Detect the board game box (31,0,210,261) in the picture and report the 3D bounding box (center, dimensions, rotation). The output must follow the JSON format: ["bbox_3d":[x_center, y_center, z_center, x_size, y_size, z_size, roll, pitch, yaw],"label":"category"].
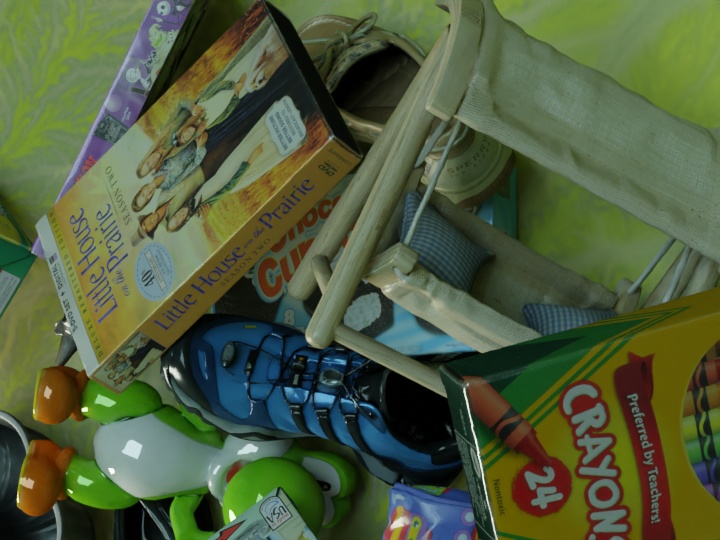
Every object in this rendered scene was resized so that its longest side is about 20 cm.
[{"bbox_3d":[-0.146,-0.101,1.518,0.032,0.120,0.201,26,96,-6],"label":"board game box"}]

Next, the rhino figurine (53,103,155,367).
[{"bbox_3d":[-0.140,-0.018,1.492,0.059,0.088,0.201,27,69,1],"label":"rhino figurine"}]

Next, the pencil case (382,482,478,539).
[{"bbox_3d":[0.042,0.220,1.370,0.078,0.087,0.202,7,86,42],"label":"pencil case"}]

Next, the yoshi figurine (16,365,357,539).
[{"bbox_3d":[-0.100,0.120,1.417,0.198,0.113,0.113,11,57,-2],"label":"yoshi figurine"}]

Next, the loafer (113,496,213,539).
[{"bbox_3d":[-0.115,0.224,1.468,0.068,0.070,0.202,-21,72,28],"label":"loafer"}]

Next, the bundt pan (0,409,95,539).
[{"bbox_3d":[-0.251,0.182,1.550,0.201,0.076,0.204,-6,79,30],"label":"bundt pan"}]

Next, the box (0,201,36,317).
[{"bbox_3d":[-0.285,-0.009,1.586,0.118,0.048,0.200,-58,35,9],"label":"box"}]

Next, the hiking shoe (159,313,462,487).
[{"bbox_3d":[-0.015,0.063,1.371,0.087,0.199,0.075,-40,35,57],"label":"hiking shoe"}]

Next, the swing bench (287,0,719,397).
[{"bbox_3d":[0.095,-0.019,1.299,0.198,0.130,0.201,27,98,-13],"label":"swing bench"}]

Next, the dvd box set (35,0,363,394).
[{"bbox_3d":[-0.097,-0.045,1.371,0.200,0.029,0.147,-43,41,16],"label":"dvd box set"}]

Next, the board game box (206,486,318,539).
[{"bbox_3d":[-0.086,0.231,1.327,0.199,0.029,0.135,-37,59,-3],"label":"board game box"}]

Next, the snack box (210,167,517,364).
[{"bbox_3d":[0.000,0.000,1.459,0.199,0.037,0.117,-6,77,29],"label":"snack box"}]

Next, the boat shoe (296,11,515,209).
[{"bbox_3d":[0.016,-0.110,1.433,0.073,0.063,0.200,-47,47,-7],"label":"boat shoe"}]

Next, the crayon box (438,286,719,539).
[{"bbox_3d":[0.152,0.085,1.238,0.199,0.051,0.128,-16,104,-11],"label":"crayon box"}]
